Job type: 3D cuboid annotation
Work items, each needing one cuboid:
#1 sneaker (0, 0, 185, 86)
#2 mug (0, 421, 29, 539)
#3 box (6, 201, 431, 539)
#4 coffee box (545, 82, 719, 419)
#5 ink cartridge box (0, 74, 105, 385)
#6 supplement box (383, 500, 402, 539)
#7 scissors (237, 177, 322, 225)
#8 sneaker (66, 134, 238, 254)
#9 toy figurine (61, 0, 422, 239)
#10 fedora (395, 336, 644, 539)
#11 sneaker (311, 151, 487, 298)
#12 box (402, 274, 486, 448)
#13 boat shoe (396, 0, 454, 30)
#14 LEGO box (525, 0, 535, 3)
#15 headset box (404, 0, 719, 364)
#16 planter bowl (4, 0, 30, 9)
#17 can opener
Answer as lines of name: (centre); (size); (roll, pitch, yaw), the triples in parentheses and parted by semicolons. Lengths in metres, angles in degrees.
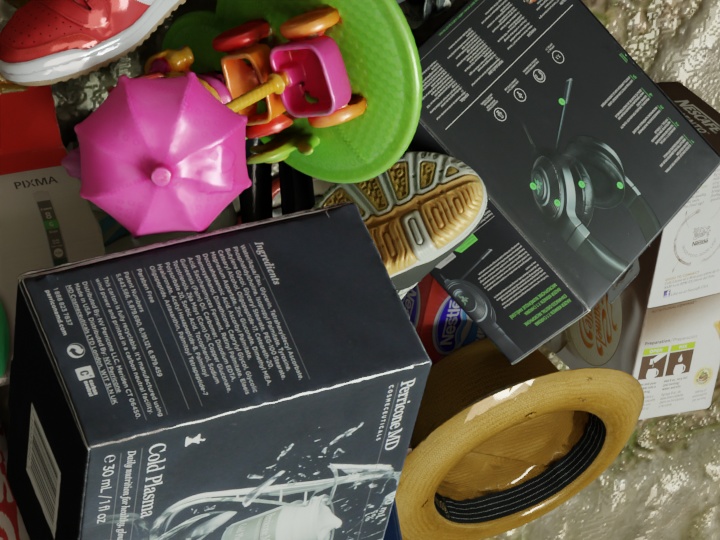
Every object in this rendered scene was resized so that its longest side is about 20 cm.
sneaker: (-0.126, -0.190, 1.424); (0.200, 0.071, 0.113); (-36, 135, -18)
mug: (-0.269, 0.096, 1.610); (0.133, 0.178, 0.201); (1, 123, 18)
box: (-0.084, 0.084, 1.466); (0.196, 0.124, 0.200); (-15, 146, -20)
coffee box: (0.202, -0.014, 1.822); (0.079, 0.114, 0.201); (-7, 122, -28)
ink cartridge box: (-0.232, -0.031, 1.500); (0.160, 0.050, 0.201); (-10, 87, -21)
supplement box: (-0.085, 0.217, 1.624); (0.199, 0.135, 0.200); (0, 139, -12)
scissors: (-0.094, -0.021, 1.701); (0.199, 0.014, 0.074); (-12, 126, -24)
sneaker: (-0.166, -0.046, 1.598); (0.199, 0.076, 0.081); (-19, 116, -36)
toy figurine: (-0.096, -0.086, 1.475); (0.184, 0.199, 0.151); (-32, 111, -44)
fedora: (0.086, 0.098, 1.695); (0.200, 0.082, 0.201); (-23, 151, -13)
sneaker: (0.000, 0.000, 1.579); (0.199, 0.076, 0.088); (-31, 146, 21)
box: (0.060, 0.011, 1.759); (0.099, 0.095, 0.201); (-3, 119, -30)
boat shoe: (0.021, -0.173, 1.605); (0.199, 0.061, 0.075); (-19, 172, -43)
LEGO box: (0.096, -0.261, 1.546); (0.149, 0.200, 0.077); (-34, 130, -9)
headset box: (0.105, -0.068, 1.633); (0.200, 0.093, 0.174); (47, 51, -3)
planter bowl: (-0.151, -0.244, 1.478); (0.199, 0.083, 0.201); (-16, 125, -23)
can opener: (-0.055, -0.086, 1.626); (0.079, 0.063, 0.201); (-23, 119, -57)
